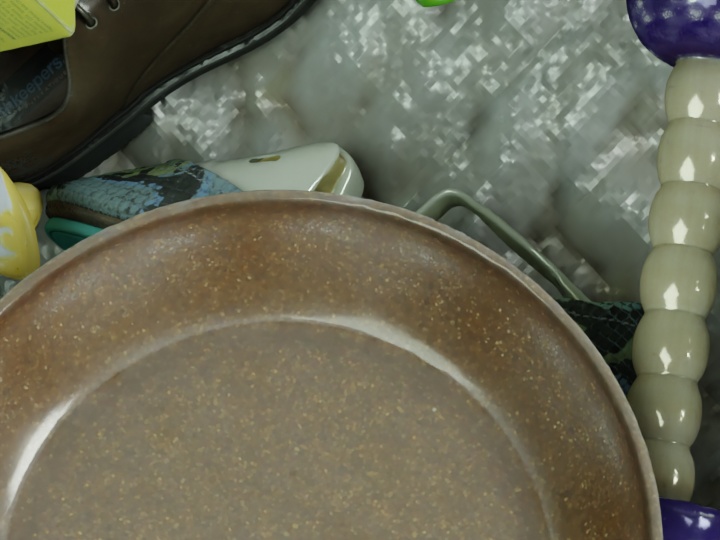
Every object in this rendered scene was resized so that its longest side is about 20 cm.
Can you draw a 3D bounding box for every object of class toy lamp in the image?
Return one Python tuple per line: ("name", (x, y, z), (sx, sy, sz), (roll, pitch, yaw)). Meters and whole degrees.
("toy lamp", (0.088, 0.017, 0.831), (0.058, 0.058, 0.200), (4, 76, 24))

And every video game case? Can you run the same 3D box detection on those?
("video game case", (-0.054, 0.114, 0.799), (0.182, 0.023, 0.200), (-36, 70, -16))

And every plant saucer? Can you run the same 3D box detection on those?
("plant saucer", (-0.022, 0.075, 0.785), (0.200, 0.037, 0.201), (0, 65, 0))

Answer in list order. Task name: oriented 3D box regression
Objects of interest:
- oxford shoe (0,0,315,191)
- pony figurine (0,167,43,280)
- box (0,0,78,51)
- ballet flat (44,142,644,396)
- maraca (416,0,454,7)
("oxford shoe", (-0.065, -0.093, 0.910), (0.200, 0.084, 0.073), (-45, 74, 18))
("pony figurine", (-0.188, 0.007, 0.833), (0.166, 0.200, 0.193), (32, 84, 41))
("box", (-0.174, -0.092, 0.894), (0.200, 0.050, 0.075), (-8, 61, 29))
("ballet flat", (0.000, 0.000, 0.905), (0.200, 0.074, 0.074), (25, 103, 19))
("maraca", (0.081, -0.135, 0.819), (0.200, 0.107, 0.137), (-18, 43, 14))
